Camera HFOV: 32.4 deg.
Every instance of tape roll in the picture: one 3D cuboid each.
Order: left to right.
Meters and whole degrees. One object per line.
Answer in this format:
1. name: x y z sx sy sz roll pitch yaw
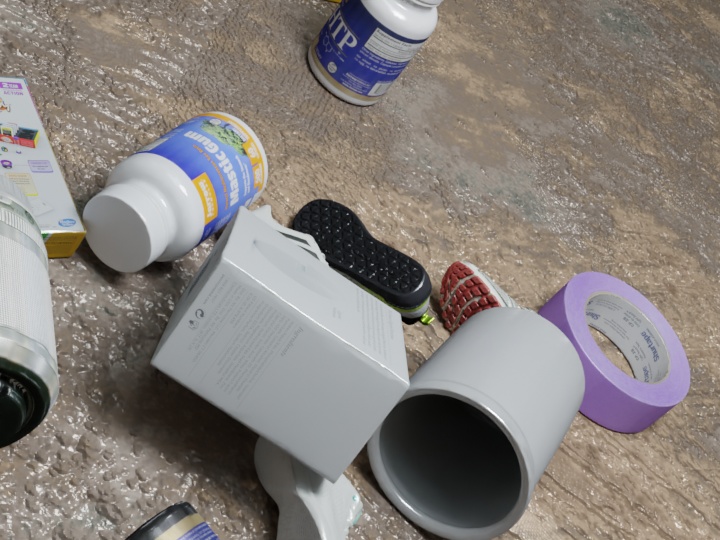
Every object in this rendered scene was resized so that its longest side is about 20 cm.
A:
1. tape roll: 0.314 0.100 1.545 0.199 0.066 0.201 23 41 -21

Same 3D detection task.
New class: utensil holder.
1. utensil holder: 0.124 0.149 1.258 0.170 0.170 0.200 44 35 4

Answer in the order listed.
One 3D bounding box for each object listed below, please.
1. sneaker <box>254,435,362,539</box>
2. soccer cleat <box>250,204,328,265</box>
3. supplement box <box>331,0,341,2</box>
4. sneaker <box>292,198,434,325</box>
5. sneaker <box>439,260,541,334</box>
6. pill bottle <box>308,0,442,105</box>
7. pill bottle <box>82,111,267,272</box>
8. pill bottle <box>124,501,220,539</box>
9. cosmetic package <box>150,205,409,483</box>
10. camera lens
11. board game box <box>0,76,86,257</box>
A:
1. sneaker: -0.032 0.228 1.124 0.088 0.075 0.201 17 42 -36
2. soccer cleat: -0.056 0.007 1.319 0.200 0.069 0.085 40 42 5
3. supplement box: -0.070 -0.494 1.752 0.109 0.109 0.201 2 53 -39
4. sneaker: 0.000 0.000 1.383 0.072 0.083 0.200 -41 60 -19
5. sneaker: 0.169 0.071 1.451 0.200 0.078 0.082 51 34 -3
6. pill bottle: 0.029 -0.321 1.596 0.119 0.200 0.120 23 41 -22
7. pill bottle: -0.187 -0.077 1.248 0.112 0.112 0.200 42 37 1
8. pill bottle: -0.116 0.288 0.958 0.200 0.112 0.112 49 38 9
9. cosmetic package: -0.069 0.063 1.153 0.199 0.123 0.199 33 13 -9
10. camera lens: -0.326 0.035 0.982 0.159 0.160 0.201 11 47 -33
11. board game box: -0.365 -0.102 1.178 0.152 0.040 0.201 -2 55 -41
